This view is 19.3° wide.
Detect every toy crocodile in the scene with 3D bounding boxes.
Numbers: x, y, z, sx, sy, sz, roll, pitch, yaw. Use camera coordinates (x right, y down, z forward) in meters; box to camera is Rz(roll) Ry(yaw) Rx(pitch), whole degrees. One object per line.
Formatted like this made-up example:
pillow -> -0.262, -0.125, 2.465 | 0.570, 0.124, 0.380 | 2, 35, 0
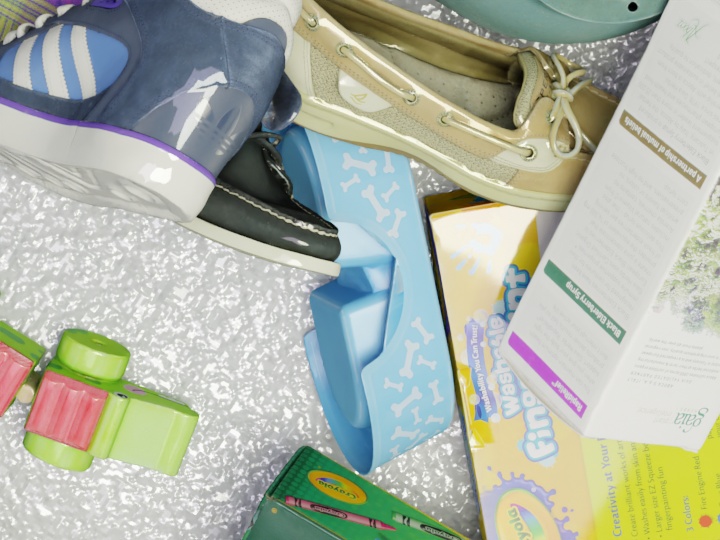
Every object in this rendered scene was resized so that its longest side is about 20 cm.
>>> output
toy crocodile -> -0.180, 0.053, 1.083 | 0.200, 0.062, 0.068 | 26, 100, -5

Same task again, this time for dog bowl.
dog bowl -> 0.000, 0.000, 1.052 | 0.049, 0.111, 0.200 | -14, 100, -14

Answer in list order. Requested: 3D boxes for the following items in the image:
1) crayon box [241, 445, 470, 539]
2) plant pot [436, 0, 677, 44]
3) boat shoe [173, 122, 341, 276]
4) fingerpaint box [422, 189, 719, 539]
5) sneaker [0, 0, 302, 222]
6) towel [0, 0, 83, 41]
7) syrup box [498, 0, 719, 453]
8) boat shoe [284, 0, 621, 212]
crayon box -> 0.026, 0.190, 1.054 | 0.200, 0.058, 0.119 | 29, 120, 5
plant pot -> 0.102, -0.189, 0.973 | 0.200, 0.134, 0.201 | -4, 116, -9
boat shoe -> -0.073, -0.056, 1.014 | 0.074, 0.199, 0.066 | 18, 97, -42
fingerpaint box -> 0.130, 0.048, 1.076 | 0.167, 0.073, 0.200 | -11, 100, 1
sneaker -> -0.107, -0.108, 0.968 | 0.081, 0.200, 0.147 | 35, 78, -42
towel -> -0.181, -0.157, 1.024 | 0.143, 0.023, 0.200 | 29, 116, 13
syrup box -> 0.149, -0.022, 0.956 | 0.079, 0.081, 0.200 | 10, 115, -37
boat shoe -> 0.053, -0.085, 0.992 | 0.200, 0.073, 0.063 | 18, 136, -7
